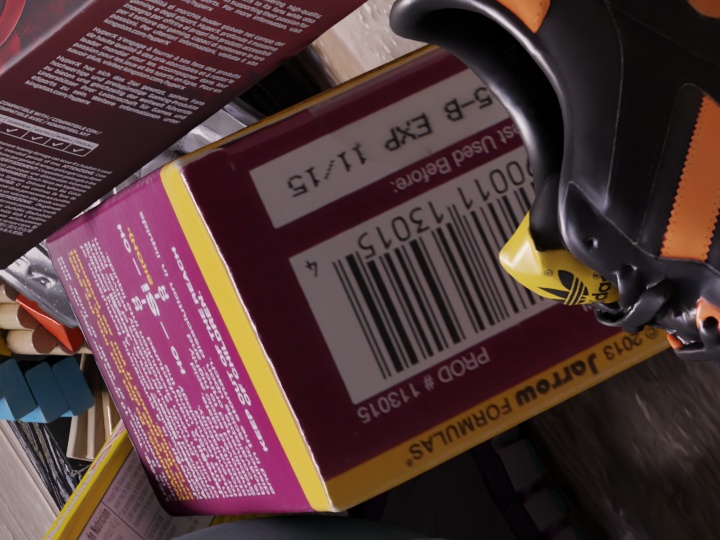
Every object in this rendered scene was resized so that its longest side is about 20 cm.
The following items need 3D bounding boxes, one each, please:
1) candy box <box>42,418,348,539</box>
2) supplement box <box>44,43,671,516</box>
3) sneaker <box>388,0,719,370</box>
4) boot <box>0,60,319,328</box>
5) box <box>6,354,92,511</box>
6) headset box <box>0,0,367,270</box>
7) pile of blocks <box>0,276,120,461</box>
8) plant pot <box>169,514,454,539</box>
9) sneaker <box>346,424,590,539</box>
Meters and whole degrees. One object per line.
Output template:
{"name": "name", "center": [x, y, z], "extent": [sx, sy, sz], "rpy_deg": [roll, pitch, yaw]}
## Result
{"name": "candy box", "center": [-0.049, 0.096, 0.919], "extent": [0.102, 0.026, 0.200], "rpy_deg": [43, -155, -7]}
{"name": "supplement box", "center": [0.000, 0.000, 0.818], "extent": [0.104, 0.130, 0.200], "rpy_deg": [65, 162, -2]}
{"name": "sneaker", "center": [0.080, 0.000, 0.643], "extent": [0.201, 0.090, 0.070], "rpy_deg": [60, 163, 13]}
{"name": "boot", "center": [-0.041, -0.008, 1.012], "extent": [0.199, 0.070, 0.132], "rpy_deg": [34, 127, -2]}
{"name": "box", "center": [-0.116, 0.050, 1.277], "extent": [0.164, 0.086, 0.200], "rpy_deg": [55, 168, 26]}
{"name": "headset box", "center": [-0.076, -0.115, 0.771], "extent": [0.199, 0.075, 0.150], "rpy_deg": [-33, 60, 33]}
{"name": "pile of blocks", "center": [-0.102, 0.033, 1.093], "extent": [0.062, 0.199, 0.083], "rpy_deg": [-2, 80, 58]}
{"name": "plant pot", "center": [-0.002, 0.150, 0.763], "extent": [0.201, 0.200, 0.134], "rpy_deg": [61, 141, 10]}
{"name": "sneaker", "center": [0.040, 0.117, 0.939], "extent": [0.201, 0.087, 0.075], "rpy_deg": [58, 162, 21]}
